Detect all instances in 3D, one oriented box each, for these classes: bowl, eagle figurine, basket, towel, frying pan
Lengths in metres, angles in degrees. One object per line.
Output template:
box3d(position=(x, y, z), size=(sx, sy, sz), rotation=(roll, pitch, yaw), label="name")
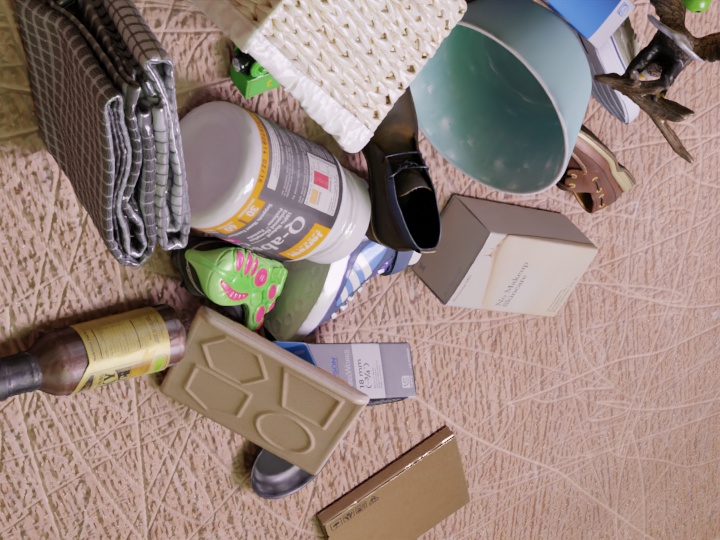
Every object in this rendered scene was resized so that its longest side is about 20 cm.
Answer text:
box3d(position=(0.143, -0.183, 1.717), size=(0.105, 0.200, 0.202), rotation=(-44, 149, -31), label="bowl")
box3d(position=(0.324, -0.232, 1.803), size=(0.200, 0.150, 0.153), rotation=(-46, 127, -26), label="eagle figurine")
box3d(position=(-0.047, -0.239, 1.449), size=(0.161, 0.198, 0.200), rotation=(-46, 144, 2), label="basket")
box3d(position=(-0.206, -0.125, 1.444), size=(0.085, 0.166, 0.201), rotation=(-20, 139, -18), label="towel")
box3d(position=(-0.069, 0.178, 2.001), size=(0.114, 0.031, 0.192), rotation=(-9, 129, -38), label="frying pan")

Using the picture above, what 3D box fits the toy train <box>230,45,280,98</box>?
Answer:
box3d(position=(-0.031, -0.207, 1.633), size=(0.198, 0.042, 0.057), rotation=(-23, 150, -26), label="toy train")

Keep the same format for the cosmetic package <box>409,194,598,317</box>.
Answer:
box3d(position=(0.161, -0.014, 1.988), size=(0.199, 0.073, 0.104), rotation=(5, 124, -47), label="cosmetic package")

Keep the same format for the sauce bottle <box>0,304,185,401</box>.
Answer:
box3d(position=(-0.263, 0.082, 1.691), size=(0.198, 0.065, 0.065), rotation=(-14, 136, -32), label="sauce bottle")

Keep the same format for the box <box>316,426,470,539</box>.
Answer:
box3d(position=(0.045, 0.297, 2.241), size=(0.199, 0.021, 0.164), rotation=(-33, 144, -13), label="box")

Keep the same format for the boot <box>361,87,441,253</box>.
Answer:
box3d(position=(0.043, -0.112, 1.703), size=(0.074, 0.097, 0.202), rotation=(-14, 111, -24), label="boot")

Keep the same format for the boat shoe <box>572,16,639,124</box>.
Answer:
box3d(position=(0.264, -0.228, 1.866), size=(0.062, 0.072, 0.200), rotation=(-43, 144, -7), label="boat shoe")

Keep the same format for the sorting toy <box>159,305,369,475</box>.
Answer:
box3d(position=(-0.095, 0.116, 1.768), size=(0.037, 0.184, 0.200), rotation=(-63, -177, -32), label="sorting toy")

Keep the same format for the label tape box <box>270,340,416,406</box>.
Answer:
box3d(position=(-0.062, 0.113, 1.841), size=(0.143, 0.064, 0.199), rotation=(-14, 169, 41), label="label tape box")

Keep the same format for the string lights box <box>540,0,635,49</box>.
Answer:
box3d(position=(0.169, -0.293, 1.678), size=(0.059, 0.103, 0.199), rotation=(-49, 144, 9), label="string lights box")

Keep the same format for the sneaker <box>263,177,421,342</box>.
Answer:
box3d(position=(0.000, 0.000, 1.839), size=(0.146, 0.081, 0.201), rotation=(11, 113, -44), label="sneaker")

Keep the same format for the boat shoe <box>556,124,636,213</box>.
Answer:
box3d(position=(0.238, -0.115, 1.955), size=(0.068, 0.072, 0.200), rotation=(-47, 147, 5), label="boat shoe")

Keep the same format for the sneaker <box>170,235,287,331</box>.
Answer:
box3d(position=(-0.128, 0.003, 1.736), size=(0.077, 0.083, 0.200), rotation=(-57, 162, -8), label="sneaker")

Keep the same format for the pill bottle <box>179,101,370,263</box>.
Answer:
box3d(position=(-0.084, -0.074, 1.654), size=(0.117, 0.117, 0.199), rotation=(-51, 143, 13), label="pill bottle")

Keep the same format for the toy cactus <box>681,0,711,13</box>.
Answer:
box3d(position=(0.268, -0.334, 1.716), size=(0.102, 0.201, 0.165), rotation=(-43, -171, -26), label="toy cactus")
